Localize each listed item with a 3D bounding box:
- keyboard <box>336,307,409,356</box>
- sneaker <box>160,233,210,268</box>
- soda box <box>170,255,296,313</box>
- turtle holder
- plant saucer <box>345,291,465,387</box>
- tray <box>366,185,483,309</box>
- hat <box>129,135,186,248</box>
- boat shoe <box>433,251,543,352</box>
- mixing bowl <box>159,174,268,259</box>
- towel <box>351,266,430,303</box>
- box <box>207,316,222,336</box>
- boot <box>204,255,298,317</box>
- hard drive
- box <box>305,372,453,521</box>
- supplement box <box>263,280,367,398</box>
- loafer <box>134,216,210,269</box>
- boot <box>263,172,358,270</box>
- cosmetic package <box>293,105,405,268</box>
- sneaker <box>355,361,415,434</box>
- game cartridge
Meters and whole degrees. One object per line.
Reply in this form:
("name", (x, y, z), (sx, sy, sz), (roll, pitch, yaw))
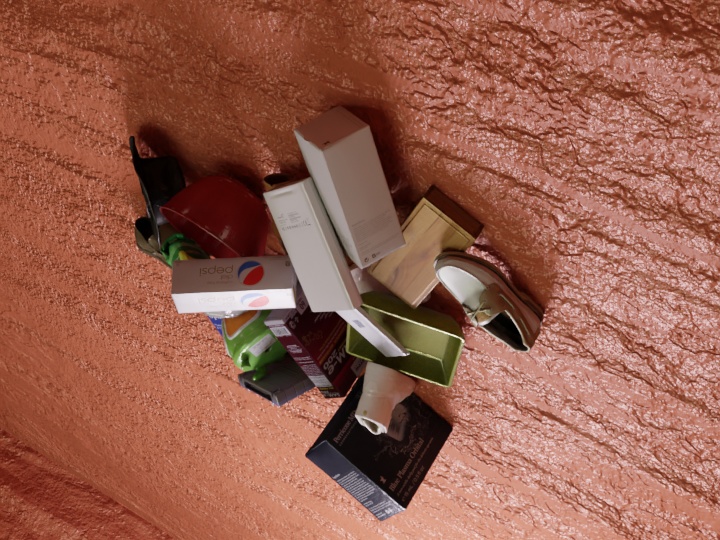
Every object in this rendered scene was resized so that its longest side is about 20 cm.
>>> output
("keyboard", (0.003, 0.085, 1.580), (0.056, 0.011, 0.200), (-4, 141, 47))
("sneaker", (-0.305, -0.027, 1.695), (0.085, 0.073, 0.200), (60, 169, -6))
("soda box", (-0.203, 0.022, 1.564), (0.195, 0.065, 0.068), (-3, 151, 0))
("turtle holder", (-0.190, 0.116, 1.875), (0.141, 0.184, 0.132), (-50, 64, 26))
("plant saucer", (0.076, 0.107, 1.623), (0.196, 0.049, 0.201), (18, 151, 8))
("tray", (0.093, -0.030, 1.461), (0.098, 0.037, 0.200), (38, 139, 0))
("hat", (-0.351, -0.147, 1.721), (0.200, 0.079, 0.205), (164, 90, -80))
("boat shoe", (0.188, 0.046, 1.420), (0.198, 0.069, 0.075), (32, 140, -16))
("mixing bowl", (-0.230, -0.089, 1.641), (0.198, 0.109, 0.200), (31, 167, 8))
("towel", (0.000, 0.000, 1.621), (0.191, 0.032, 0.199), (49, 146, -14))
("box", (-0.284, 0.070, 1.985), (0.120, 0.033, 0.202), (0, 130, 45))
("boot", (-0.205, 0.033, 1.772), (0.196, 0.075, 0.096), (-8, 149, 1))
("hard drive", (-0.074, -0.035, 1.465), (0.131, 0.026, 0.203), (-6, 110, 58))
("box", (0.036, 0.325, 1.828), (0.199, 0.198, 0.117), (40, 147, -3))
("supplement box", (-0.076, 0.127, 1.780), (0.060, 0.109, 0.201), (-9, 126, 48))
("loafer", (-0.374, -0.053, 1.880), (0.197, 0.077, 0.068), (14, 147, 32))
("boot", (-0.078, -0.076, 1.528), (0.198, 0.073, 0.157), (8, 123, 44))
("cosmetic package", (-0.015, -0.119, 1.392), (0.108, 0.084, 0.203), (45, 158, 53))
("sneaker", (0.039, 0.234, 1.728), (0.072, 0.118, 0.200), (13, 172, 22))
("game cartridge", (-0.148, 0.208, 1.892), (0.199, 0.128, 0.039), (11, 119, 62))
